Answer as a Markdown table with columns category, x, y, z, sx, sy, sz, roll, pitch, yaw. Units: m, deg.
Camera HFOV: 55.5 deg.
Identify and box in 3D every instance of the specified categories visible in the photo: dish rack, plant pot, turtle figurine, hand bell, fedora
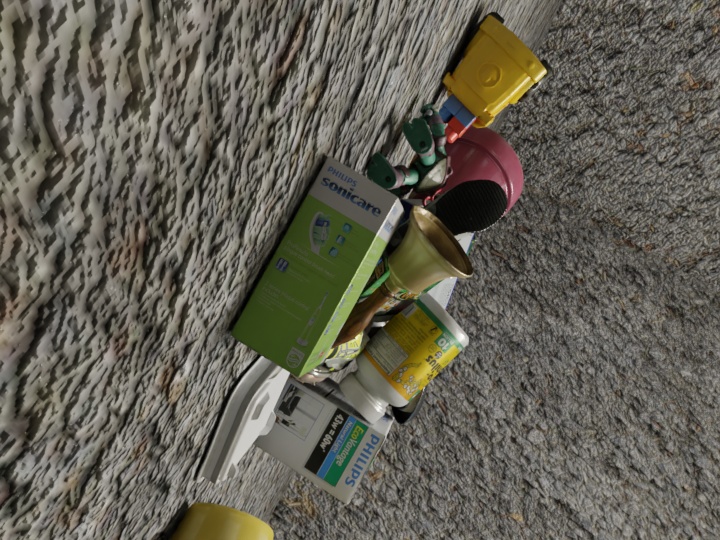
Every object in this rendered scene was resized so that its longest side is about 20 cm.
| category | x | y | z | sx | sy | sz | roll | pitch | yaw |
| --- | --- | --- | --- | --- | --- | --- | --- | --- | --- |
| dish rack | -0.143 | 0.190 | 0.928 | 0.202 | 0.043 | 0.172 | -65 | 171 | 31 |
| plant pot | 0.188 | -0.151 | 1.322 | 0.179 | 0.199 | 0.201 | -46 | 167 | -32 |
| turtle figurine | 0.080 | -0.152 | 0.947 | 0.151 | 0.100 | 0.200 | -61 | 167 | 13 |
| hand bell | 0.028 | 0.028 | 0.822 | 0.200 | 0.104 | 0.104 | -43 | 180 | 22 |
| fedora | 0.050 | 0.162 | 1.193 | 0.200 | 0.090 | 0.204 | -169 | -90 | -73 |
| plant pot | -0.206 | 0.430 | 0.925 | 0.202 | 0.198 | 0.191 | 110 | -4 | -55 |

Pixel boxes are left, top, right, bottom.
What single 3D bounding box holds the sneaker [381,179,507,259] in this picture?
| category | x | y | z | sx | sy | sz | roll | pitch | yaw |
| --- | --- | --- | --- | --- | --- | --- | --- | --- | --- |
| sneaker | 0.112 | -0.068 | 0.971 | 0.198 | 0.075 | 0.088 | -27 | -177 | -10 |

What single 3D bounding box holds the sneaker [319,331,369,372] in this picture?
| category | x | y | z | sx | sy | sz | roll | pitch | yaw |
| --- | --- | --- | --- | --- | --- | --- | --- | --- | --- |
| sneaker | -0.042 | 0.091 | 0.979 | 0.076 | 0.076 | 0.200 | -35 | 164 | 3 |

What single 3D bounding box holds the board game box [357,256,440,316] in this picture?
| category | x | y | z | sx | sy | sz | roll | pitch | yaw |
| --- | --- | --- | --- | --- | --- | --- | --- | --- | --- |
| board game box | 0.044 | 0.026 | 0.952 | 0.200 | 0.103 | 0.024 | 136 | -49 | -59 |

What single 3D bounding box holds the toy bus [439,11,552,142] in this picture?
| category | x | y | z | sx | sy | sz | roll | pitch | yaw |
| --- | --- | --- | --- | --- | --- | --- | --- | --- | --- |
| toy bus | 0.198 | -0.293 | 1.117 | 0.192 | 0.136 | 0.200 | -48 | 179 | 14 |

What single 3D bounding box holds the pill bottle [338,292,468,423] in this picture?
| category | x | y | z | sx | sy | sz | roll | pitch | yaw |
| --- | --- | --- | --- | --- | --- | --- | --- | --- | --- |
| pill bottle | 0.063 | 0.138 | 1.069 | 0.200 | 0.113 | 0.113 | -44 | 172 | -1 |

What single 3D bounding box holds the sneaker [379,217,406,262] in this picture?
| category | x | y | z | sx | sy | sz | roll | pitch | yaw |
| --- | --- | --- | --- | --- | --- | --- | --- | --- | --- |
| sneaker | 0.000 | 0.000 | 1.028 | 0.078 | 0.066 | 0.201 | -3 | 136 | -55 |

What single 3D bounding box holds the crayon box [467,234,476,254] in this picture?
| category | x | y | z | sx | sy | sz | roll | pitch | yaw |
| --- | --- | --- | --- | --- | --- | --- | --- | --- | --- |
| crayon box | 0.096 | -0.022 | 1.254 | 0.201 | 0.170 | 0.059 | 109 | -23 | -54 |

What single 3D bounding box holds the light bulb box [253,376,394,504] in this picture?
| category | x | y | z | sx | sy | sz | roll | pitch | yaw |
| --- | --- | --- | --- | --- | --- | --- | --- | --- | --- |
| light bulb box | -0.062 | 0.261 | 1.147 | 0.126 | 0.198 | 0.198 | -60 | 173 | 1 |

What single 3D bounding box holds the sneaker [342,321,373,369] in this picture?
| category | x | y | z | sx | sy | sz | roll | pitch | yaw |
| --- | --- | --- | --- | --- | --- | --- | --- | --- | --- |
| sneaker | -0.027 | 0.102 | 1.164 | 0.147 | 0.080 | 0.202 | -75 | -174 | -74 |

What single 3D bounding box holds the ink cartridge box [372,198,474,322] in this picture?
| category | x | y | z | sx | sy | sz | roll | pitch | yaw |
| --- | --- | --- | --- | --- | --- | --- | --- | --- | --- |
| ink cartridge box | 0.103 | -0.017 | 1.122 | 0.199 | 0.040 | 0.202 | -1 | 116 | -50 |

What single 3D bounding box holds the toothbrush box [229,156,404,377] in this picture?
| category | x | y | z | sx | sy | sz | roll | pitch | yaw |
| --- | --- | --- | --- | --- | --- | --- | --- | --- | --- |
| toothbrush box | -0.037 | -0.002 | 0.726 | 0.202 | 0.085 | 0.146 | -60 | 174 | 3 |

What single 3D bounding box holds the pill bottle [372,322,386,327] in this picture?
| category | x | y | z | sx | sy | sz | roll | pitch | yaw |
| --- | --- | --- | --- | --- | --- | --- | --- | --- | --- |
| pill bottle | 0.037 | 0.065 | 1.431 | 0.200 | 0.108 | 0.110 | -52 | 170 | -50 |

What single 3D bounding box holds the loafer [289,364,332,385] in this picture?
| category | x | y | z | sx | sy | sz | roll | pitch | yaw |
| --- | --- | --- | --- | --- | --- | --- | --- | --- | --- |
| loafer | -0.084 | 0.149 | 1.068 | 0.063 | 0.072 | 0.200 | -48 | -179 | 6 |
